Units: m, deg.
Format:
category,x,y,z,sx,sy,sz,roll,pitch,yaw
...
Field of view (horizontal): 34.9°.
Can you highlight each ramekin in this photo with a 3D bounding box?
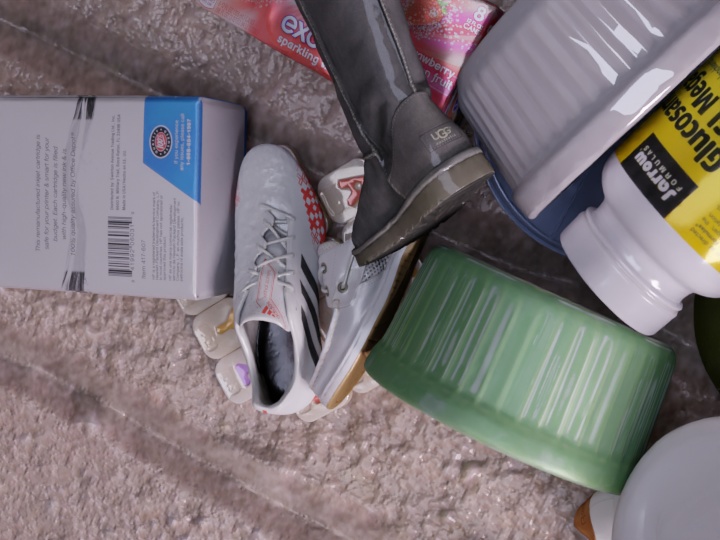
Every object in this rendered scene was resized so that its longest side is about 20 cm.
category,x,y,z,sx,sy,sz,roll,pitch,yaw
ramekin,0.145,-0.133,0.683,0.202,0.202,0.094,-43,85,14
ramekin,0.111,0.060,0.762,0.198,0.200,0.099,24,93,12

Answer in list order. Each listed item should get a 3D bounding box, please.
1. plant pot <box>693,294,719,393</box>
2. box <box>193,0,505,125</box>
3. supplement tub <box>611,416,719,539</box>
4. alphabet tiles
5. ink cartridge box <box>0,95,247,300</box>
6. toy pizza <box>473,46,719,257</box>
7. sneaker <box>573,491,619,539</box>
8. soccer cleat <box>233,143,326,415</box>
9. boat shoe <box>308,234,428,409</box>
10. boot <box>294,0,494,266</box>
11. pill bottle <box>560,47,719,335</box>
category,x,y,z,sx,sy,sz,roll,pitch,yaw
plant pot,0.303,0.040,0.703,0.185,0.200,0.190,1,96,15
box,-0.002,-0.185,0.819,0.199,0.095,0.103,32,101,10
supplement tub,0.263,0.184,0.701,0.145,0.199,0.147,-25,52,36
alphabet tiles,-0.050,0.011,0.891,0.194,0.015,0.202,-29,87,15
ink cartridge box,-0.194,-0.058,0.880,0.198,0.084,0.148,4,95,20
toy pizza,0.176,-0.105,0.796,0.197,0.032,0.203,0,94,-2
sneaker,0.232,0.231,0.819,0.201,0.073,0.085,51,139,-2
soccer cleat,-0.063,0.008,0.842,0.068,0.085,0.203,-2,94,15
boat shoe,0.000,0.000,0.838,0.069,0.071,0.202,24,86,8
boot,-0.002,-0.117,0.730,0.072,0.182,0.201,-29,83,-29
pill bottle,0.217,-0.058,0.675,0.113,0.112,0.200,47,110,7
